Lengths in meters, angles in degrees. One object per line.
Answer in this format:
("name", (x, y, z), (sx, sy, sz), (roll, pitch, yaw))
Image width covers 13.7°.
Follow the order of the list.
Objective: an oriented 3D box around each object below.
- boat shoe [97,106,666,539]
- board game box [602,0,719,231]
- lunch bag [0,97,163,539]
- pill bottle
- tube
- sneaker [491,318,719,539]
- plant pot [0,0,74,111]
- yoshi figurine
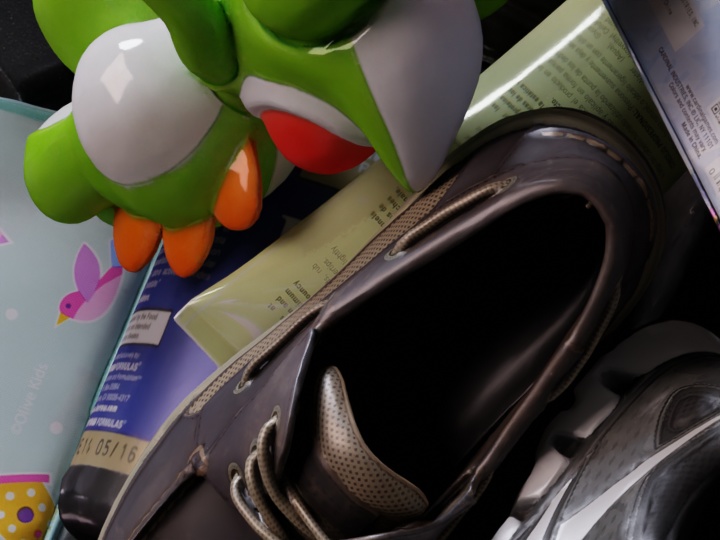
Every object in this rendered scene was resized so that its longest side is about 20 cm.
("boat shoe", (-0.006, 0.041, 0.729), (0.200, 0.074, 0.073), (-52, -2, 7))
("board game box", (0.137, -0.120, 0.705), (0.199, 0.041, 0.201), (-41, 54, 27))
("lunch bag", (-0.148, 0.040, 0.901), (0.077, 0.160, 0.201), (93, -164, -66))
("pill bottle", (0.000, 0.000, 0.850), (0.112, 0.112, 0.201), (0, 66, 61))
("tube", (0.047, -0.028, 0.787), (0.200, 0.052, 0.058), (-45, 58, -9))
("sneaker", (0.050, 0.100, 0.694), (0.200, 0.066, 0.090), (-53, 30, -14))
("plant pot", (-0.144, -0.118, 1.053), (0.199, 0.200, 0.177), (-34, 6, 43))
("yoshi figurine", (-0.026, -0.080, 0.763), (0.200, 0.112, 0.112), (-30, 26, 44))
